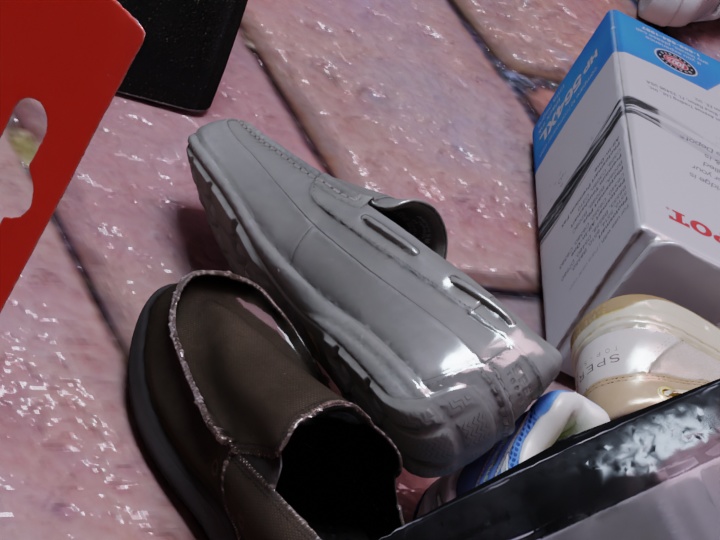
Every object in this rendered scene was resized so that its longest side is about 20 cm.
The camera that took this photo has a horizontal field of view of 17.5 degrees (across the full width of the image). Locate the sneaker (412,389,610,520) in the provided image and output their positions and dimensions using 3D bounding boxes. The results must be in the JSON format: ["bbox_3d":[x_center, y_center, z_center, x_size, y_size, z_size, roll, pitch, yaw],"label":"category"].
[{"bbox_3d":[0.071,0.123,0.782,0.076,0.077,0.200,15,37,-31],"label":"sneaker"}]

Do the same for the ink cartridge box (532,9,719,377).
[{"bbox_3d":[0.159,-0.013,1.055,0.146,0.084,0.200,26,31,-13],"label":"ink cartridge box"}]

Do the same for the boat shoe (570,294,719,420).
[{"bbox_3d":[0.171,0.083,0.952,0.200,0.074,0.069,24,43,-13],"label":"boat shoe"}]

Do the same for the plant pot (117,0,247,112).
[{"bbox_3d":[-0.134,-0.215,0.986,0.200,0.177,0.200,13,35,-29],"label":"plant pot"}]

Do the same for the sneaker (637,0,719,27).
[{"bbox_3d":[0.231,-0.171,1.366,0.116,0.074,0.200,30,29,2],"label":"sneaker"}]

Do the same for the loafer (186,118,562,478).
[{"bbox_3d":[0.000,0.000,0.873,0.070,0.070,0.200,-31,48,-14],"label":"loafer"}]

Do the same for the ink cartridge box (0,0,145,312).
[{"bbox_3d":[-0.177,-0.079,0.759,0.057,0.163,0.200,-12,52,-48],"label":"ink cartridge box"}]

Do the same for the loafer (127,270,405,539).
[{"bbox_3d":[-0.017,0.065,0.790,0.073,0.071,0.200,7,38,-36],"label":"loafer"}]

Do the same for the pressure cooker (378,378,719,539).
[{"bbox_3d":[0.095,0.140,0.635,0.179,0.176,0.200,-20,81,-26],"label":"pressure cooker"}]
